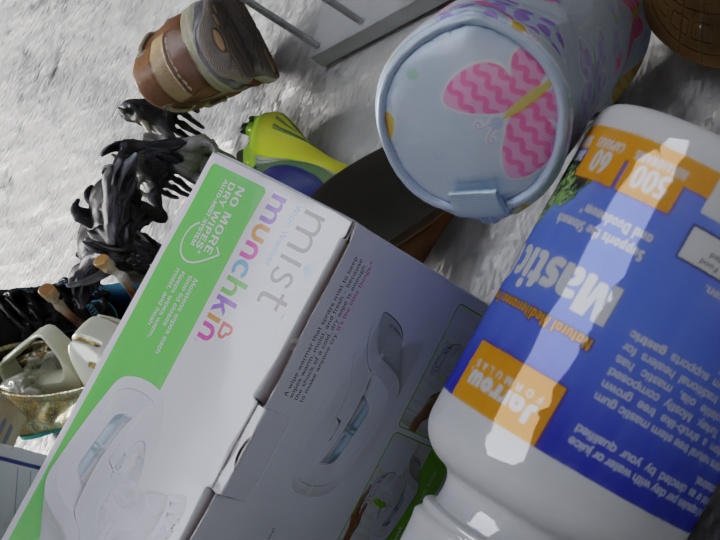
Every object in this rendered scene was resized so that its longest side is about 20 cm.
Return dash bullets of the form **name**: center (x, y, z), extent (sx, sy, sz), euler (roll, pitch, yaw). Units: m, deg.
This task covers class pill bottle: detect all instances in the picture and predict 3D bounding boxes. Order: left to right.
- **pill bottle**: center (0.096, 0.046, 0.559), extent (0.200, 0.112, 0.112), euler (-60, 32, -1)

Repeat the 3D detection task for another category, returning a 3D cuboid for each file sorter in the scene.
- **file sorter**: center (0.007, -0.246, 0.897), extent (0.200, 0.124, 0.139), euler (-19, 51, 46)

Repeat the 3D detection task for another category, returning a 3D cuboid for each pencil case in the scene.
- **pencil case**: center (0.074, -0.089, 0.639), extent (0.200, 0.083, 0.091), euler (-43, -37, -63)

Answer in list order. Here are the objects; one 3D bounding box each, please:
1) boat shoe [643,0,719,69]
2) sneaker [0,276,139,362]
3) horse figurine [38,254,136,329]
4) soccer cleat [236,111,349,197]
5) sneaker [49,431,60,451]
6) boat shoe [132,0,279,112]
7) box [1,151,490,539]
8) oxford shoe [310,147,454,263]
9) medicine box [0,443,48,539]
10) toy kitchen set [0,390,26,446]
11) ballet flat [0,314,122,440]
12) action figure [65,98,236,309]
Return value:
- **boat shoe**: center (0.198, -0.120, 0.605), extent (0.200, 0.063, 0.073), euler (25, 115, 59)
- **sneaker**: center (-0.212, 0.030, 0.936), extent (0.082, 0.200, 0.073), euler (-42, 73, 18)
- **horse figurine**: center (-0.094, 0.041, 0.838), extent (0.200, 0.133, 0.050), euler (-4, 48, 37)
- **soccer cleat**: center (-0.034, -0.049, 0.869), extent (0.200, 0.084, 0.065), euler (-108, 21, -69)
- **sneaker**: center (-0.145, 0.161, 0.840), extent (0.200, 0.079, 0.131), euler (-14, 63, 62)
- **boat shoe**: center (-0.106, -0.145, 0.952), extent (0.072, 0.076, 0.200), euler (-26, 4, 10)
- **box**: center (-0.032, 0.079, 0.636), extent (0.097, 0.176, 0.200), euler (28, 90, 39)
- **oxford shoe**: center (0.000, 0.000, 0.756), extent (0.071, 0.071, 0.200), euler (24, 60, 41)
- **medicine box**: center (-0.180, 0.181, 0.653), extent (0.103, 0.200, 0.182), euler (-21, 59, 36)
- **toy kitchen set**: center (-0.201, 0.190, 0.818), extent (0.163, 0.200, 0.181), euler (9, 61, 21)
- **ballet flat**: center (-0.154, 0.058, 0.811), extent (0.200, 0.071, 0.071), euler (-12, 56, 44)
- **action figure**: center (-0.133, -0.043, 0.935), extent (0.200, 0.102, 0.119), euler (-87, 14, -60)
